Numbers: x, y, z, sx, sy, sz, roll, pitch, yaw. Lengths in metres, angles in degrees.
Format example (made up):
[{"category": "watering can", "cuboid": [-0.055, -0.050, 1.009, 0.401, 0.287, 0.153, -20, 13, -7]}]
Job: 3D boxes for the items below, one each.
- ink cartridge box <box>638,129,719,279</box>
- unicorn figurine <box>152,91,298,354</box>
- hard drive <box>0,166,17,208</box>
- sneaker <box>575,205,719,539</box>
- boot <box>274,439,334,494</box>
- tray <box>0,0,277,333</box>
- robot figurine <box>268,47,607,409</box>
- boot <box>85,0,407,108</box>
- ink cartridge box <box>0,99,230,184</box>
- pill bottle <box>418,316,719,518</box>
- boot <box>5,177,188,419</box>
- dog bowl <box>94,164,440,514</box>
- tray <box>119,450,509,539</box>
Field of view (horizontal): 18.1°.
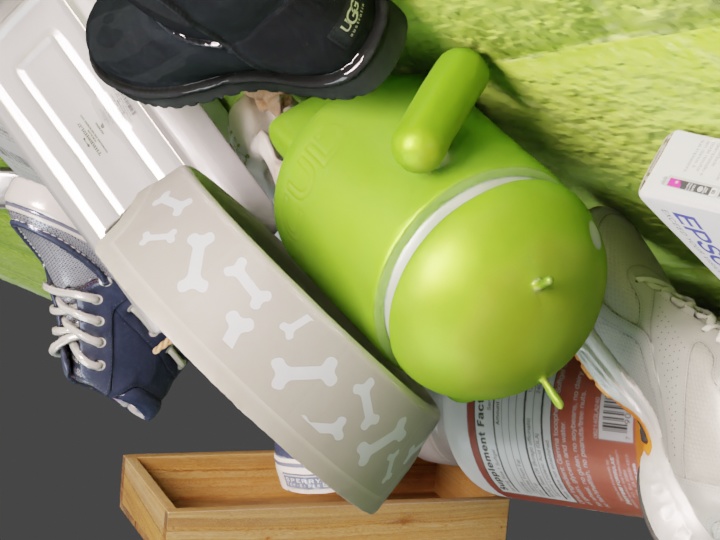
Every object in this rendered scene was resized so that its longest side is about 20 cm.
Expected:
[{"category": "ink cartridge box", "cuboid": [0.247, 0.020, 0.980, 0.200, 0.043, 0.196, 19, 163, 47]}, {"category": "unicorn figurine", "cuboid": [-0.045, -0.028, 1.245, 0.074, 0.200, 0.137, -6, -159, -31]}, {"category": "hard drive", "cuboid": [-0.253, -0.060, 1.615, 0.132, 0.027, 0.200, 2, -177, -4]}, {"category": "sneaker", "cuboid": [0.164, 0.043, 1.091, 0.076, 0.092, 0.200, 4, -127, -42]}, {"category": "boot", "cuboid": [0.000, 0.059, 1.319, 0.073, 0.090, 0.200, -3, -169, 14]}, {"category": "tray", "cuboid": [-0.136, -0.072, 1.202, 0.200, 0.107, 0.022, 54, -154, 7]}, {"category": "robot figurine", "cuboid": [0.036, -0.017, 1.073, 0.200, 0.116, 0.176, 45, 155, 44]}, {"category": "boot", "cuboid": [-0.096, -0.143, 1.028, 0.200, 0.076, 0.168, 8, 159, 43]}, {"category": "ink cartridge box", "cuboid": [-0.164, -0.101, 1.344, 0.145, 0.083, 0.200, 25, 167, 22]}, {"category": "pill bottle", "cuboid": [0.120, 0.075, 1.248, 0.200, 0.112, 0.112, 4, 153, 41]}, {"category": "boot", "cuboid": [-0.163, 0.022, 1.397, 0.073, 0.090, 0.200, 20, 167, 38]}, {"category": "dog bowl", "cuboid": [-0.042, 0.028, 1.096, 0.200, 0.059, 0.200, 45, -178, -2]}, {"category": "tray", "cuboid": [-0.027, 0.133, 1.287, 0.200, 0.037, 0.099, -1, -166, -21]}]
